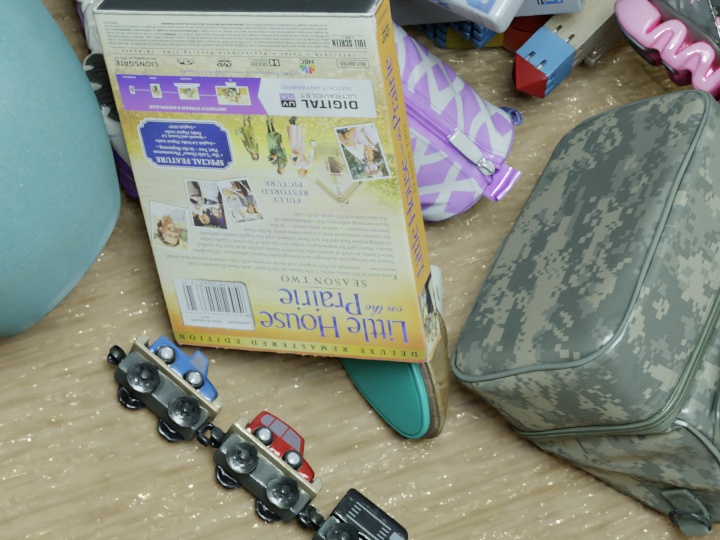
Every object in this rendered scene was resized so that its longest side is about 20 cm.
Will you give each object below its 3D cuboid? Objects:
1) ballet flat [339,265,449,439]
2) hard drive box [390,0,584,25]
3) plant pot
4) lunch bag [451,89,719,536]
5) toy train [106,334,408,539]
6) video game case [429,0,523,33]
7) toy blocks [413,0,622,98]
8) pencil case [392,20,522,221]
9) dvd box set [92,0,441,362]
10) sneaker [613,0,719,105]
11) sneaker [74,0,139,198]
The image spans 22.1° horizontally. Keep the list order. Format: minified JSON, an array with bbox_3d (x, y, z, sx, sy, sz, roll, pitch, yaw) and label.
[{"bbox_3d":[0.000,0.000,1.021,0.072,0.068,0.200,-28,71,-40],"label":"ballet flat"},{"bbox_3d":[0.026,-0.225,1.060,0.200,0.077,0.156,-4,66,13],"label":"hard drive box"},{"bbox_3d":[-0.201,-0.043,0.921,0.135,0.200,0.200,41,59,-23],"label":"plant pot"},{"bbox_3d":[0.173,0.023,1.015,0.168,0.139,0.200,42,59,-27],"label":"lunch bag"},{"bbox_3d":[-0.050,0.099,0.971,0.200,0.034,0.046,39,58,3],"label":"toy train"},{"bbox_3d":[0.046,-0.244,0.956,0.182,0.022,0.200,28,83,21],"label":"video game case"},{"bbox_3d":[0.090,-0.184,1.114,0.200,0.100,0.137,40,70,16],"label":"toy blocks"},{"bbox_3d":[0.000,-0.100,1.005,0.200,0.085,0.084,33,95,-32],"label":"pencil case"},{"bbox_3d":[-0.043,-0.045,0.919,0.146,0.200,0.029,3,35,21],"label":"dvd box set"},{"bbox_3d":[0.240,-0.114,1.022,0.200,0.079,0.095,40,92,10],"label":"sneaker"},{"bbox_3d":[-0.125,-0.121,1.032,0.081,0.083,0.200,1,49,-4],"label":"sneaker"}]
